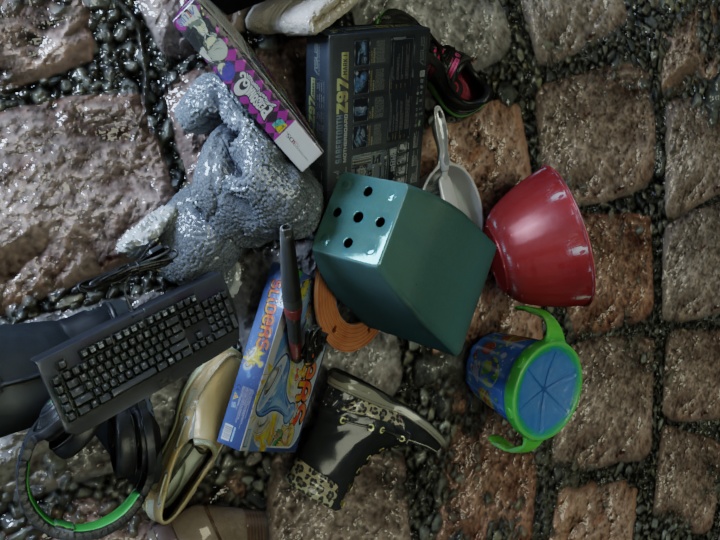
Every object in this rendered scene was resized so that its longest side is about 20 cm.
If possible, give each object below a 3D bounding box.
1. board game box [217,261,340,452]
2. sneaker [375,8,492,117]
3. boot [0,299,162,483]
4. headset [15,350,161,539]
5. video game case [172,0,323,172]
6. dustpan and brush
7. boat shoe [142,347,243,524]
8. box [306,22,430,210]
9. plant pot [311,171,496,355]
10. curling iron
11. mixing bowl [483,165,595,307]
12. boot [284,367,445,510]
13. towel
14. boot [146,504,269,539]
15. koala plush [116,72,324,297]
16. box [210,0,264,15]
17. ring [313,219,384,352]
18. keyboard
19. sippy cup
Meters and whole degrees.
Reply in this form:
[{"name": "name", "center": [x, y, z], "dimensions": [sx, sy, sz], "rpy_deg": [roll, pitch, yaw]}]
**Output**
[{"name": "board game box", "center": [-0.089, 0.107, 0.828], "dimensions": [0.135, 0.034, 0.206], "rpy_deg": [30, 75, -65]}, {"name": "sneaker", "center": [0.100, -0.279, 0.931], "dimensions": [0.197, 0.083, 0.079], "rpy_deg": [27, 79, -30]}, {"name": "boot", "center": [-0.300, 0.142, 0.712], "dimensions": [0.165, 0.076, 0.206], "rpy_deg": [-15, 95, -33]}, {"name": "headset", "center": [-0.245, 0.147, 0.673], "dimensions": [0.122, 0.093, 0.205], "rpy_deg": [26, 81, -27]}, {"name": "video game case", "center": [-0.118, -0.205, 0.739], "dimensions": [0.036, 0.201, 0.182], "rpy_deg": [-39, 115, 6]}, {"name": "dustpan and brush", "center": [0.111, -0.116, 0.959], "dimensions": [0.137, 0.057, 0.206], "rpy_deg": [-20, 101, -33]}, {"name": "boat shoe", "center": [-0.176, 0.185, 0.793], "dimensions": [0.071, 0.075, 0.205], "rpy_deg": [29, 78, -28]}, {"name": "box", "center": [0.008, -0.188, 0.858], "dimensions": [0.155, 0.051, 0.206], "rpy_deg": [-19, 121, -36]}, {"name": "plant pot", "center": [0.042, -0.017, 0.791], "dimensions": [0.200, 0.138, 0.145], "rpy_deg": [39, 70, -56]}, {"name": "curling iron", "center": [-0.067, 0.029, 0.753], "dimensions": [0.050, 0.025, 0.203], "rpy_deg": [-46, 145, -33]}, {"name": "mixing bowl", "center": [0.237, -0.032, 0.988], "dimensions": [0.105, 0.200, 0.206], "rpy_deg": [-17, 103, -1]}, {"name": "boot", "center": [0.007, 0.235, 0.917], "dimensions": [0.202, 0.073, 0.157], "rpy_deg": [34, 80, -29]}, {"name": "towel", "center": [-0.030, -0.334, 0.819], "dimensions": [0.200, 0.131, 0.035], "rpy_deg": [-45, 129, -22]}, {"name": "boot", "center": [-0.174, 0.367, 0.818], "dimensions": [0.142, 0.070, 0.207], "rpy_deg": [-6, 95, -25]}, {"name": "koala plush", "center": [-0.150, -0.061, 0.752], "dimensions": [0.199, 0.185, 0.177], "rpy_deg": [-42, 139, 7]}, {"name": "box", "center": [-0.084, -0.382, 0.748], "dimensions": [0.195, 0.079, 0.145], "rpy_deg": [-18, 95, 6]}, {"name": "ring", "center": [0.000, 0.000, 0.881], "dimensions": [0.199, 0.019, 0.206], "rpy_deg": [-31, 128, -49]}, {"name": "keyboard", "center": [-0.205, 0.048, 0.656], "dimensions": [0.198, 0.020, 0.130], "rpy_deg": [-30, 98, -42]}, {"name": "sippy cup", "center": [0.221, 0.151, 1.001], "dimensions": [0.179, 0.129, 0.140], "rpy_deg": [-49, 120, -14]}]
